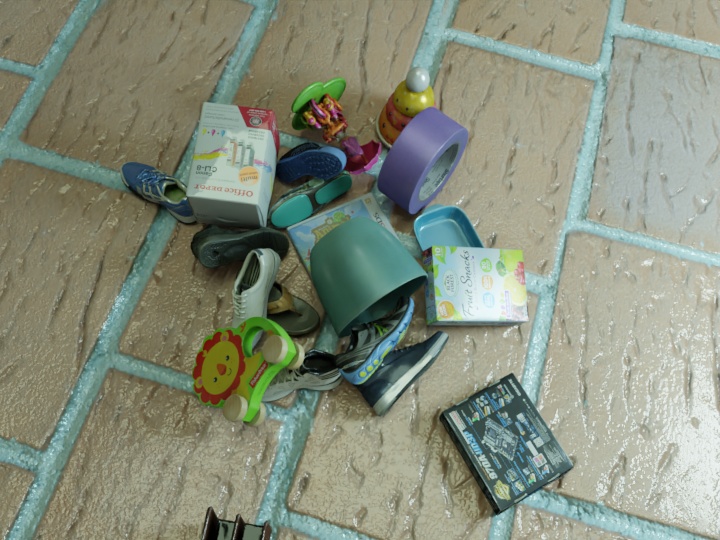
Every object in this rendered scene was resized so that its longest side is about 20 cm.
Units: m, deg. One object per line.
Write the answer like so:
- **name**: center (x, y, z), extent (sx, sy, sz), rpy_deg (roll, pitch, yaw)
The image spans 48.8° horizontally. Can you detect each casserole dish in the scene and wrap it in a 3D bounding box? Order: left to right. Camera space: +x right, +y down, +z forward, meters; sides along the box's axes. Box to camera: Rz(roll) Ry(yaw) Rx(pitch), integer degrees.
- **casserole dish**: center (0.182, -0.041, 1.595), extent (0.120, 0.039, 0.202), rpy_deg (-20, 65, -11)

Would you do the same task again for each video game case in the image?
- **video game case**: center (-0.024, -0.048, 1.599), extent (0.198, 0.022, 0.183), rpy_deg (-24, 67, -13)

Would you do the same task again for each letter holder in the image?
- **letter holder**: center (-0.211, 0.491, 1.255), extent (0.099, 0.143, 0.202), rpy_deg (8, 63, 2)

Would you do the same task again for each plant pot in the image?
- **plant pot**: center (0.000, 0.000, 1.462), extent (0.199, 0.201, 0.162), rpy_deg (-30, 78, -16)

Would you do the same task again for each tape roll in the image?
- **tape roll**: center (0.126, -0.219, 1.591), extent (0.085, 0.201, 0.200), rpy_deg (35, 67, 15)

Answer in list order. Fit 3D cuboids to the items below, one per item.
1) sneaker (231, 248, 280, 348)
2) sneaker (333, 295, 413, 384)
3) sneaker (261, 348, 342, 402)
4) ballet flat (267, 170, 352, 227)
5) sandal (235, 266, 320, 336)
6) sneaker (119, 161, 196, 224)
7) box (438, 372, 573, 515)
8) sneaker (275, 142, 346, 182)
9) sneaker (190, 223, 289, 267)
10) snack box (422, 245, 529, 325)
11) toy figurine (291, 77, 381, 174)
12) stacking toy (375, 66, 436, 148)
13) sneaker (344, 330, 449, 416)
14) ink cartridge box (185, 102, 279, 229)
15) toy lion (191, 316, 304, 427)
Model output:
- **sneaker**: center (-0.212, 0.053, 1.478), extent (0.072, 0.071, 0.203), rpy_deg (14, 90, 34)
- **sneaker**: center (0.027, 0.111, 1.412), extent (0.082, 0.071, 0.200), rpy_deg (37, 63, 14)
- **sneaker**: center (-0.129, 0.177, 1.430), extent (0.198, 0.116, 0.077), rpy_deg (-8, 64, -6)
- **ballet flat**: center (-0.111, -0.152, 1.631), extent (0.198, 0.074, 0.075), rpy_deg (-27, 67, -17)
- **sandal**: center (-0.163, 0.051, 1.525), extent (0.082, 0.055, 0.200), rpy_deg (-41, 72, -20)
- **sneaker**: center (-0.405, -0.174, 1.616), extent (0.198, 0.077, 0.076), rpy_deg (28, 66, 11)
- **box**: center (0.259, 0.307, 1.420), extent (0.158, 0.046, 0.201), rpy_deg (-26, 67, -14)
- **sneaker**: center (-0.094, -0.230, 1.614), extent (0.198, 0.071, 0.078), rpy_deg (0, 41, 44)
- **sneaker**: center (-0.243, -0.055, 1.562), extent (0.197, 0.077, 0.114), rpy_deg (-9, 24, -31)
- **snack box**: center (0.219, 0.031, 1.506), extent (0.197, 0.053, 0.144), rpy_deg (2, 75, -21)
- **toy figurine**: center (-0.037, -0.285, 1.641), extent (0.150, 0.200, 0.184), rpy_deg (-42, 82, 10)
- **stacking toy**: center (0.107, -0.354, 1.657), extent (0.144, 0.201, 0.148), rpy_deg (1, 62, -2)
- **sneaker**: center (0.057, 0.148, 1.474), extent (0.202, 0.077, 0.146), rpy_deg (-41, 74, -19)
- **ink cartridge box**: center (-0.246, -0.199, 1.553), extent (0.143, 0.145, 0.203), rpy_deg (6, 73, 0)
- **toy lion**: center (-0.215, 0.166, 1.412), extent (0.191, 0.068, 0.201), rpy_deg (41, 99, 39)
